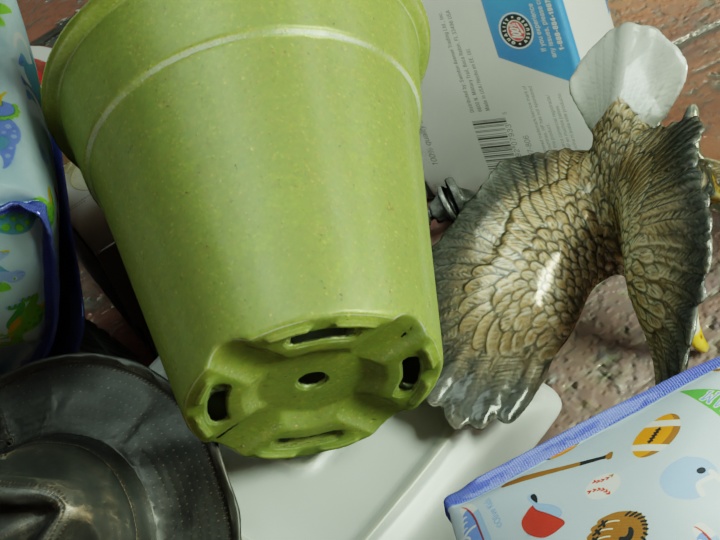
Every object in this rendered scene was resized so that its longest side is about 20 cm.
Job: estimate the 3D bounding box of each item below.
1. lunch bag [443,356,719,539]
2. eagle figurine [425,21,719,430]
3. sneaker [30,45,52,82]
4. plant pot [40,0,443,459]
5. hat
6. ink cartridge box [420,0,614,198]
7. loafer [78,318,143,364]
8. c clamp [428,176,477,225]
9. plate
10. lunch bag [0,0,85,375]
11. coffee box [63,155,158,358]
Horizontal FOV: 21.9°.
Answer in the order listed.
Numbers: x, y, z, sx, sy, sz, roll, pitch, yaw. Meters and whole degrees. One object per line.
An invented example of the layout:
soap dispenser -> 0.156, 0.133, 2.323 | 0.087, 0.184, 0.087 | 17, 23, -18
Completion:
lunch bag -> 0.159, 0.127, 0.742 | 0.199, 0.124, 0.170 | -31, 36, 3
eagle figurine -> 0.126, -0.014, 0.916 | 0.150, 0.152, 0.200 | 34, 37, 16
sneaker -> -0.309, -0.123, 1.308 | 0.198, 0.079, 0.115 | -6, 11, 24
plant pot -> -0.042, -0.021, 0.884 | 0.198, 0.200, 0.191 | -19, 57, 7
hat -> -0.159, 0.128, 0.869 | 0.199, 0.081, 0.203 | -5, 78, 22
ink cartridge box -> 0.044, -0.123, 1.090 | 0.198, 0.145, 0.085 | -4, 39, 24
loafer -> -0.188, 0.053, 1.078 | 0.200, 0.075, 0.070 | 37, 97, 50
c clamp -> 0.000, 0.000, 1.062 | 0.199, 0.027, 0.171 | -21, 37, 5
plate -> -0.031, 0.080, 0.928 | 0.199, 0.032, 0.200 | 27, 57, 25
lunch bag -> -0.214, -0.022, 0.978 | 0.126, 0.201, 0.171 | -5, 50, -13
coffee box -> -0.120, -0.040, 1.112 | 0.114, 0.080, 0.200 | -33, 29, -11
